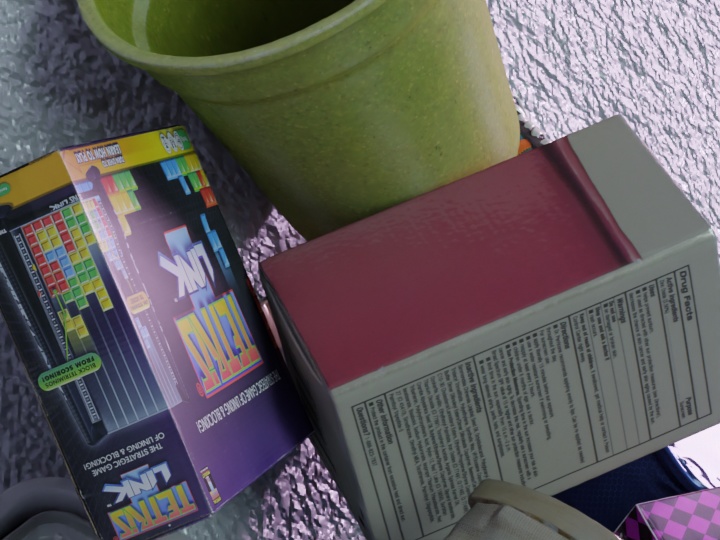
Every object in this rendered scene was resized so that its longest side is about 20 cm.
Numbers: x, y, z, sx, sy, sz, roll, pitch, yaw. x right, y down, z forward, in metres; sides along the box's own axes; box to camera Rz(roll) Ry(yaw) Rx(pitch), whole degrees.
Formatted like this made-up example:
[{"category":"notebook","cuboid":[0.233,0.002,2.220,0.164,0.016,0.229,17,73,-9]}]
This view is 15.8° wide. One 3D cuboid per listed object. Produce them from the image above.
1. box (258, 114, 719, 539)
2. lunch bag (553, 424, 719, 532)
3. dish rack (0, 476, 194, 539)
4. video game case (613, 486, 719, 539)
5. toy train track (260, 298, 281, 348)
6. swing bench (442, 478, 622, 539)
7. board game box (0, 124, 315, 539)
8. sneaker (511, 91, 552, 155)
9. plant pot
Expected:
[{"category":"box","cuboid":[0.069,0.033,1.257,0.109,0.200,0.128,-122,-167,-47]},{"category":"lunch bag","cuboid":[0.164,0.112,1.415,0.200,0.132,0.136,6,46,-48]},{"category":"dish rack","cuboid":[-0.125,0.178,1.079,0.200,0.171,0.044,-41,150,-47]},{"category":"video game case","cuboid":[0.181,0.170,1.340,0.200,0.181,0.036,-8,54,-36]},{"category":"toy train track","cuboid":[0.000,0.000,1.357,0.200,0.032,0.115,-32,99,-48]},{"category":"swing bench","cuboid":[0.063,0.239,1.171,0.199,0.130,0.200,-44,138,-33]},{"category":"board game box","cuboid":[-0.095,0.024,1.158,0.166,0.057,0.200,66,13,-2]},{"category":"sneaker","cuboid":[0.087,-0.047,1.407,0.071,0.080,0.200,58,20,-44]},{"category":"plant pot","cuboid":[-0.011,-0.111,1.277,0.184,0.200,0.201,59,37,-43]}]
